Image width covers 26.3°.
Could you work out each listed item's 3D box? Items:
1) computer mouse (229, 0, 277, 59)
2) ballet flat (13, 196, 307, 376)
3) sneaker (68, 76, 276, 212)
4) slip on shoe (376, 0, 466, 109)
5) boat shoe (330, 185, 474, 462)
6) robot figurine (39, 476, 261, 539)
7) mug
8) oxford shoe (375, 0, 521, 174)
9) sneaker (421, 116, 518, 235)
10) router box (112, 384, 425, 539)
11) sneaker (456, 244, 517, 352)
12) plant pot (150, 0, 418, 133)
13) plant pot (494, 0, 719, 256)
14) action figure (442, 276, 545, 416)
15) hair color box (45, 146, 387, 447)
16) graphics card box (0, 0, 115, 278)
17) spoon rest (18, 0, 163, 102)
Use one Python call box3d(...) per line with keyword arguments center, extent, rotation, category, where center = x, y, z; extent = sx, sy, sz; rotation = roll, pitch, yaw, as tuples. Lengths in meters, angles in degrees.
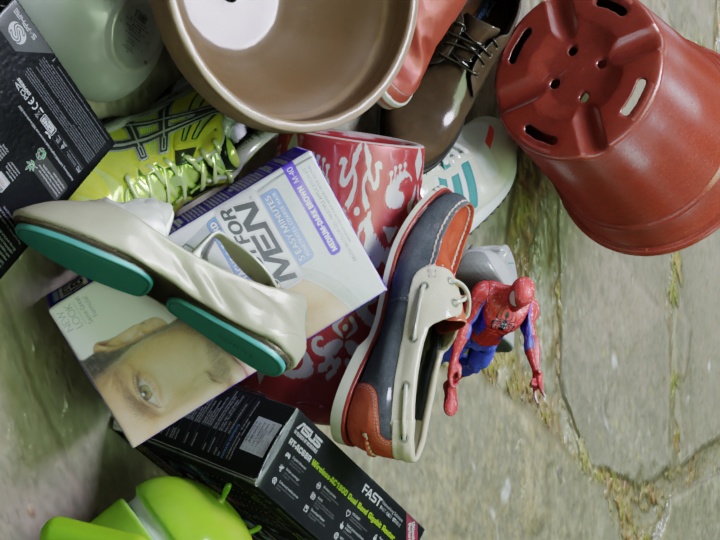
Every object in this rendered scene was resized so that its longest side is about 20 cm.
box3d(center=(-0.026, -0.195, 1.142), extent=(0.199, 0.052, 0.140), rotation=(10, 84, -42), category="computer mouse")
box3d(center=(-0.117, -0.005, 0.954), extent=(0.199, 0.069, 0.070), rotation=(31, 75, -16), category="ballet flat")
box3d(center=(-0.128, -0.076, 1.031), extent=(0.200, 0.076, 0.076), rotation=(-46, 131, -32), category="sneaker")
box3d(center=(0.052, -0.212, 1.138), extent=(0.074, 0.061, 0.201), rotation=(38, 68, -39), category="slip on shoe")
box3d(center=(0.043, 0.036, 1.061), extent=(0.202, 0.062, 0.071), rotation=(-67, 150, -19), category="boat shoe")
box3d(center=(-0.154, 0.220, 1.027), extent=(0.199, 0.116, 0.176), rotation=(-38, 151, -11), category="robot figurine")
box3d(center=(-0.011, -0.002, 1.150), extent=(0.177, 0.132, 0.202), rotation=(-13, 112, -66), category="mug")
box3d(center=(0.070, -0.164, 1.218), extent=(0.072, 0.084, 0.201), rotation=(29, 65, -5), category="oxford shoe")
box3d(center=(0.059, -0.073, 1.253), extent=(0.200, 0.070, 0.094), rotation=(-48, 137, -25), category="sneaker")
box3d(center=(-0.063, 0.152, 1.111), extent=(0.062, 0.149, 0.200), rotation=(-60, 138, -19), category="router box")
box3d(center=(0.099, 0.009, 1.300), extent=(0.200, 0.070, 0.081), rotation=(70, 29, -72), category="sneaker")
box3d(center=(-0.065, -0.190, 1.012), extent=(0.199, 0.092, 0.203), rotation=(-3, 94, -38), category="plant pot")
box3d(center=(0.218, -0.135, 1.306), extent=(0.195, 0.199, 0.203), rotation=(26, 80, -56), category="plant pot")
box3d(center=(0.092, 0.080, 1.230), extent=(0.065, 0.200, 0.100), rotation=(14, 54, -14), category="action figure")
box3d(center=(-0.095, 0.015, 1.020), extent=(0.199, 0.065, 0.110), rotation=(-32, 103, -6), category="hair color box")
box3d(center=(-0.248, -0.053, 0.919), extent=(0.201, 0.051, 0.126), rotation=(-54, 134, -23), category="graphics card box")
box3d(center=(-0.184, -0.178, 0.966), extent=(0.100, 0.060, 0.200), rotation=(-67, 152, -10), category="spoon rest")
